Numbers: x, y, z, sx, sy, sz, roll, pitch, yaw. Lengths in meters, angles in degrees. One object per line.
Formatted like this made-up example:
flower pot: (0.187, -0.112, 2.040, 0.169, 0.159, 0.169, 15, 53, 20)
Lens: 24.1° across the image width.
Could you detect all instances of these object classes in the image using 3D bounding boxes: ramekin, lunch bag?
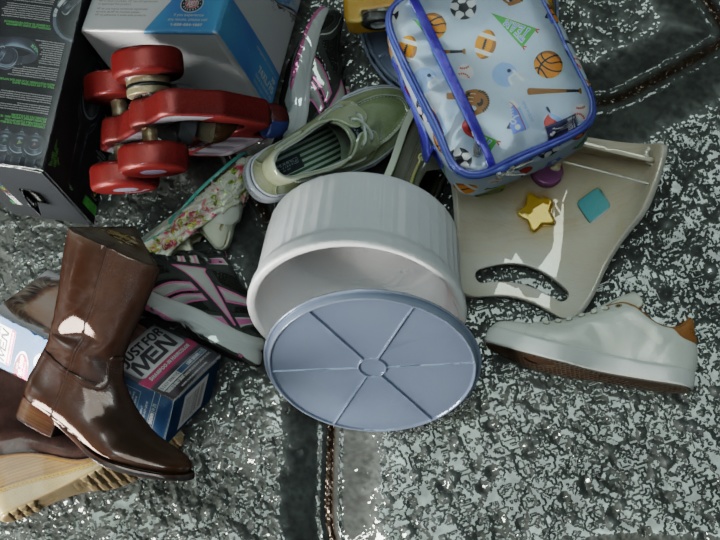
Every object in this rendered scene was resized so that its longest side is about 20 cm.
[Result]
ramekin: (0.000, 0.000, 1.551, 0.199, 0.201, 0.098, 1, 52, 6)
lunch bag: (0.113, -0.172, 1.525, 0.160, 0.076, 0.201, -22, 76, -6)

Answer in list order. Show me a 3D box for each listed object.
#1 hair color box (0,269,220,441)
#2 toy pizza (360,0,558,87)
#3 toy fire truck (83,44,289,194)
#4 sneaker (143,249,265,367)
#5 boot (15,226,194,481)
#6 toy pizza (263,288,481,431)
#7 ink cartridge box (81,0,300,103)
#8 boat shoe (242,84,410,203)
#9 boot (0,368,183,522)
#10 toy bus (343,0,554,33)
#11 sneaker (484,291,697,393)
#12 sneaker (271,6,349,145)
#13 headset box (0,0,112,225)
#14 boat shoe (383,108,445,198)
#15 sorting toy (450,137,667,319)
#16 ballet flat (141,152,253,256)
hair color box: (-0.244, 0.082, 1.601, 0.199, 0.100, 0.061, 24, 121, 12)
toy pizza: (0.099, -0.254, 1.687, 0.199, 0.032, 0.201, -2, 74, 8)
toy fire truck: (-0.161, -0.138, 1.575, 0.167, 0.200, 0.113, -2, 83, -27)
sneaker: (-0.166, 0.011, 1.600, 0.200, 0.080, 0.087, 31, 78, -27)
boot: (-0.204, 0.070, 1.503, 0.186, 0.064, 0.201, 21, 97, 11)
toy pizza: (0.011, 0.077, 1.541, 0.199, 0.201, 0.032, -2, 47, 6)
ink cartridge box: (-0.152, -0.276, 1.642, 0.146, 0.146, 0.201, 5, 65, 22)
boat shoe: (-0.019, -0.119, 1.579, 0.200, 0.062, 0.072, -33, 99, -31)
boot: (-0.285, 0.134, 1.612, 0.199, 0.072, 0.167, -20, 65, -10)
toy bus: (0.085, -0.265, 1.628, 0.199, 0.078, 0.065, -6, 75, 7)
sneaker: (0.217, 0.058, 1.579, 0.199, 0.073, 0.085, 10, 78, -3)
sneaker: (-0.036, -0.156, 1.665, 0.086, 0.080, 0.201, 14, 77, -11)
headset box: (-0.306, -0.155, 1.639, 0.092, 0.174, 0.201, 8, 75, 9)
boat shoe: (0.062, -0.103, 1.616, 0.060, 0.072, 0.202, 29, 102, 19)
sorting toy: (0.168, -0.052, 1.604, 0.199, 0.107, 0.181, 14, 88, 1)
ballet flat: (-0.166, -0.031, 1.648, 0.200, 0.076, 0.064, -40, 84, 4)
